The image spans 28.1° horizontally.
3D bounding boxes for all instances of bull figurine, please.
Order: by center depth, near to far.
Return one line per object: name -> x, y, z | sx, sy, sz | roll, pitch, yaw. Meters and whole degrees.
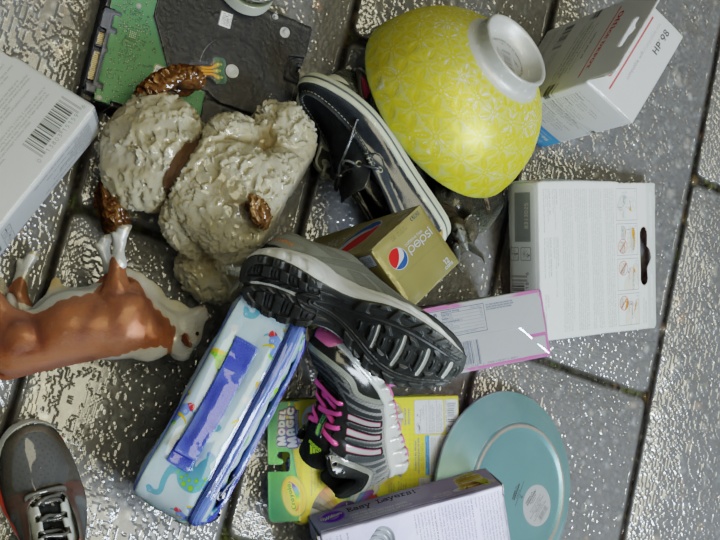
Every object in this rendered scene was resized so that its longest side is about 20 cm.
bull figurine -> -0.232, 0.032, 1.235 | 0.198, 0.065, 0.123 | -11, 86, -9

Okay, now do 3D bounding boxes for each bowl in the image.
bowl -> 0.111, -0.181, 1.372 | 0.199, 0.107, 0.201 | 28, 45, -32

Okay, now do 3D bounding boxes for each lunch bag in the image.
lunch bag -> -0.119, 0.122, 1.239 | 0.082, 0.161, 0.201 | 28, 78, 1

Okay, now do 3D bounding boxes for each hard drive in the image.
hard drive -> -0.152, -0.191, 1.330 | 0.199, 0.038, 0.141 | 16, 78, -25

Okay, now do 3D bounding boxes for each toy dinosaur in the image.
toy dinosaur -> 0.103, -0.073, 1.434 | 0.200, 0.077, 0.103 | -40, 109, -56

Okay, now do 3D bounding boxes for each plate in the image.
plate -> 0.150, 0.220, 1.422 | 0.199, 0.025, 0.202 | 4, 84, -42

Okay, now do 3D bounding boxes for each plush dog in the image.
plush dog -> -0.149, -0.082, 1.253 | 0.171, 0.160, 0.201 | 27, 94, 1

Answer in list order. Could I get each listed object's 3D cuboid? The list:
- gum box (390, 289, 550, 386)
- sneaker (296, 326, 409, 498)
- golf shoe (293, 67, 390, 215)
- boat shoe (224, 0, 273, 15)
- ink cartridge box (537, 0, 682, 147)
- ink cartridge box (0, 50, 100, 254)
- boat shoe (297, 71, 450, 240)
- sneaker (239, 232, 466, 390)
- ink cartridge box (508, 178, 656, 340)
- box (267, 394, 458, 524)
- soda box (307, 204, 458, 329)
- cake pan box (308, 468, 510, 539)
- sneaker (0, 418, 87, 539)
gum box -> 0.066, 0.067, 1.371 | 0.198, 0.113, 0.067 | -8, 89, -27
sneaker -> -0.018, 0.134, 1.265 | 0.087, 0.074, 0.201 | -35, 138, -16
golf shoe -> 0.000, -0.093, 1.387 | 0.087, 0.077, 0.202 | -18, 89, -9
boat shoe -> -0.143, -0.327, 1.315 | 0.202, 0.060, 0.072 | 48, 52, -3
ink cartridge box -> 0.239, -0.199, 1.433 | 0.067, 0.200, 0.116 | 40, 70, -19
ink cartridge box -> -0.349, -0.099, 1.216 | 0.173, 0.044, 0.201 | 31, 70, 10
boat shoe -> 0.003, -0.093, 1.313 | 0.062, 0.075, 0.201 | -38, 95, -21
sneaker -> 0.002, 0.026, 1.187 | 0.199, 0.074, 0.079 | 30, 35, 4
ink cartridge box -> 0.234, -0.014, 1.505 | 0.199, 0.050, 0.164 | -3, 93, -45
box -> -0.001, 0.178, 1.367 | 0.198, 0.048, 0.119 | 2, 86, -28
soda box -> 0.000, 0.000, 1.296 | 0.068, 0.200, 0.064 | -42, 104, -26
cake pan box -> 0.056, 0.303, 1.340 | 0.183, 0.052, 0.202 | -14, 105, -12
sneaker -> -0.256, 0.224, 1.216 | 0.076, 0.082, 0.202 | -11, 91, -26
